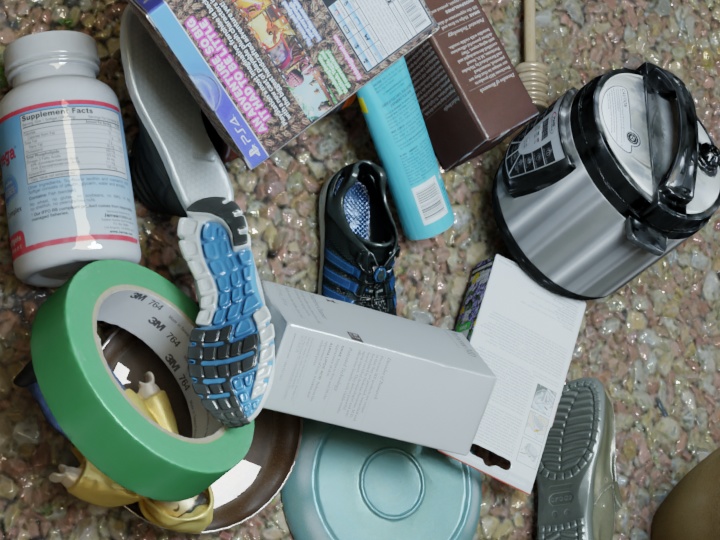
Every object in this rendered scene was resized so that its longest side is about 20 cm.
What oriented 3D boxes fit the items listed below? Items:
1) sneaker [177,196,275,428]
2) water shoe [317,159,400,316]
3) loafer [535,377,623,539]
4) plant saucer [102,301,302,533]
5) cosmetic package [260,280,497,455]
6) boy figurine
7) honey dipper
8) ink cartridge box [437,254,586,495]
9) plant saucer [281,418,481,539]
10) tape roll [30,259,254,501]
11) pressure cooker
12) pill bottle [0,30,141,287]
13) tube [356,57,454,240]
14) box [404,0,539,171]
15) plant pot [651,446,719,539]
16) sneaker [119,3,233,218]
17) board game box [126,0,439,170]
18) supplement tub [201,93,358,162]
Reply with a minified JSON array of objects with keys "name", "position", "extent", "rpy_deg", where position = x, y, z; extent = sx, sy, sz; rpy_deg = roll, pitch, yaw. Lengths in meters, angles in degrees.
[{"name":"sneaker","position":[-0.103,0.043,1.335],"extent":[0.074,0.087,0.202],"rpy_deg":[-10,61,5]},{"name":"water shoe","position":[0.000,0.000,1.462],"extent":[0.071,0.079,0.203],"rpy_deg":[-5,78,-22]},{"name":"loafer","position":[0.206,0.201,1.508],"extent":[0.069,0.075,0.202],"rpy_deg":[31,61,-47]},{"name":"plant saucer","position":[-0.148,0.128,1.395],"extent":[0.198,0.032,0.203],"rpy_deg":[5,75,-20]},{"name":"cosmetic package","position":[0.005,0.084,1.382],"extent":[0.198,0.113,0.082],"rpy_deg":[13,105,-21]},{"name":"boy figurine","position":[-0.199,0.143,1.318],"extent":[0.124,0.064,0.201],"rpy_deg":[-40,91,-32]},{"name":"honey dipper","position":[0.170,-0.254,1.626],"extent":[0.038,0.038,0.203],"rpy_deg":[7,70,-20]},{"name":"ink cartridge box","position":[0.133,0.099,1.502],"extent":[0.108,0.050,0.202],"rpy_deg":[27,67,-18]},{"name":"plant saucer","position":[0.025,0.194,1.451],"extent":[0.198,0.027,0.203],"rpy_deg":[6,74,-20]},{"name":"tape roll","position":[-0.172,0.087,1.290],"extent":[0.200,0.048,0.202],"rpy_deg":[40,28,-26]},{"name":"pressure cooker","position":[0.241,-0.090,1.498],"extent":[0.178,0.200,0.177],"rpy_deg":[-23,78,-45]},{"name":"pill bottle","position":[-0.253,-0.095,1.368],"extent":[0.107,0.109,0.203],"rpy_deg":[-5,78,-23]},{"name":"tube","position":[0.036,-0.127,1.479],"extent":[0.077,0.050,0.202],"rpy_deg":[-45,125,-47]},{"name":"box","position":[0.080,-0.209,1.538],"extent":[0.074,0.100,0.202],"rpy_deg":[-25,87,-26]},{"name":"plant pot","position":[0.359,0.240,1.478],"extent":[0.184,0.200,0.189],"rpy_deg":[6,73,-20]},{"name":"sneaker","position":[-0.181,-0.133,1.403],"extent":[0.070,0.099,0.202],"rpy_deg":[-26,103,-33]},{"name":"board game box","position":[-0.065,-0.214,1.316],"extent":[0.199,0.097,0.160],"rpy_deg":[-36,119,-4]},{"name":"supplement tub","position":[-0.067,-0.182,1.468],"extent":[0.199,0.107,0.108],"rpy_deg":[-28,87,-25]}]
